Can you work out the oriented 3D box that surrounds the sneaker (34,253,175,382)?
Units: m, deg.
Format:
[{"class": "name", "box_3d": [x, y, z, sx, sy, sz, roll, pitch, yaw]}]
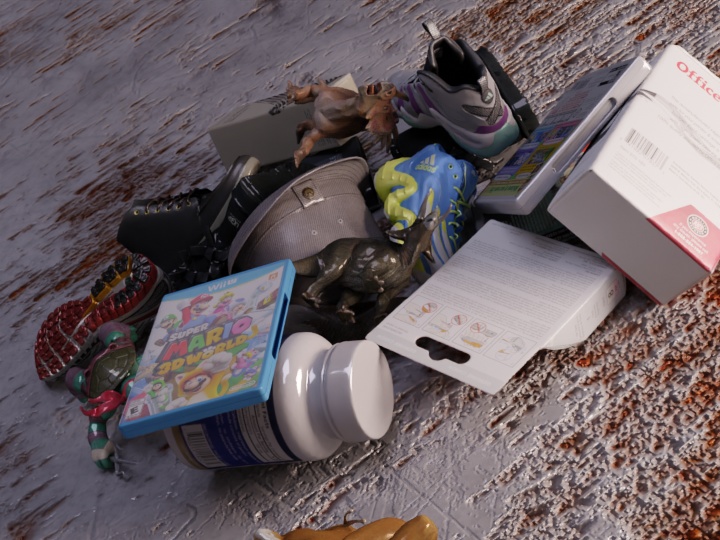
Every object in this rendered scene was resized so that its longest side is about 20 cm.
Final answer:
[{"class": "sneaker", "box_3d": [-0.293, 0.068, 1.541, 0.199, 0.082, 0.078, -35, 52, 15]}]

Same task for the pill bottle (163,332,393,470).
[{"class": "pill bottle", "box_3d": [-0.076, 0.121, 1.257, 0.198, 0.120, 0.120, -9, 37, 26]}]

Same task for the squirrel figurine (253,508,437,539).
[{"class": "squirrel figurine", "box_3d": [-0.035, 0.264, 1.021, 0.199, 0.142, 0.186, -37, 28, -20]}]

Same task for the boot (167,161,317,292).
[{"class": "boot", "box_3d": [-0.114, -0.035, 1.504, 0.198, 0.073, 0.163, -15, -33, -55]}]

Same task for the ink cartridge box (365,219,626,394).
[{"class": "ink cartridge box", "box_3d": [0.128, 0.042, 1.260, 0.162, 0.057, 0.200, 21, 55, 40]}]

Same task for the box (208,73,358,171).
[{"class": "box", "box_3d": [-0.092, -0.184, 1.704, 0.198, 0.069, 0.082, -10, 24, 38]}]

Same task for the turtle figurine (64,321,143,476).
[{"class": "turtle figurine", "box_3d": [-0.243, 0.120, 1.408, 0.149, 0.101, 0.200, -37, 28, -15]}]

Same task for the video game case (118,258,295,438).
[{"class": "video game case", "box_3d": [-0.138, 0.068, 1.247, 0.142, 0.018, 0.201, -17, 31, 16]}]

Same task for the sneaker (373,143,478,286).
[{"class": "sneaker", "box_3d": [0.081, -0.062, 1.397, 0.105, 0.076, 0.201, -37, 48, 15]}]

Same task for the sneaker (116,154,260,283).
[{"class": "sneaker", "box_3d": [-0.202, -0.072, 1.544, 0.201, 0.106, 0.075, -52, -1, 23]}]

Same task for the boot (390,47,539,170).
[{"class": "boot", "box_3d": [0.108, -0.172, 1.568, 0.161, 0.074, 0.199, -29, 34, 3]}]

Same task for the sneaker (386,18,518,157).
[{"class": "sneaker", "box_3d": [0.083, -0.215, 1.450, 0.078, 0.140, 0.199, -43, 44, -17]}]

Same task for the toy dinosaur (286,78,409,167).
[{"class": "toy dinosaur", "box_3d": [-0.012, -0.178, 1.526, 0.134, 0.087, 0.200, -8, 15, 1]}]

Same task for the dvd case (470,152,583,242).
[{"class": "dvd case", "box_3d": [0.214, -0.082, 1.421, 0.198, 0.022, 0.147, -21, 33, 8]}]

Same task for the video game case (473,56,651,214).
[{"class": "video game case", "box_3d": [0.196, -0.129, 1.339, 0.182, 0.022, 0.200, -49, 7, -2]}]

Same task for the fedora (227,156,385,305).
[{"class": "fedora", "box_3d": [-0.042, -0.024, 1.431, 0.199, 0.178, 0.090, -22, 59, -38]}]

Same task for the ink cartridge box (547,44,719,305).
[{"class": "ink cartridge box", "box_3d": [0.287, -0.092, 1.257, 0.200, 0.145, 0.083, -52, 2, -35]}]

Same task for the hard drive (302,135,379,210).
[{"class": "hard drive", "box_3d": [-0.081, -0.082, 1.622, 0.198, 0.033, 0.140, -23, 33, 6]}]

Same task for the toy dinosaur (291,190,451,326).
[{"class": "toy dinosaur", "box_3d": [0.000, 0.000, 1.327, 0.198, 0.077, 0.103, -12, 35, 30]}]

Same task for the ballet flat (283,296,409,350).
[{"class": "ballet flat", "box_3d": [-0.018, 0.060, 1.371, 0.198, 0.068, 0.046, -11, -5, 28]}]
